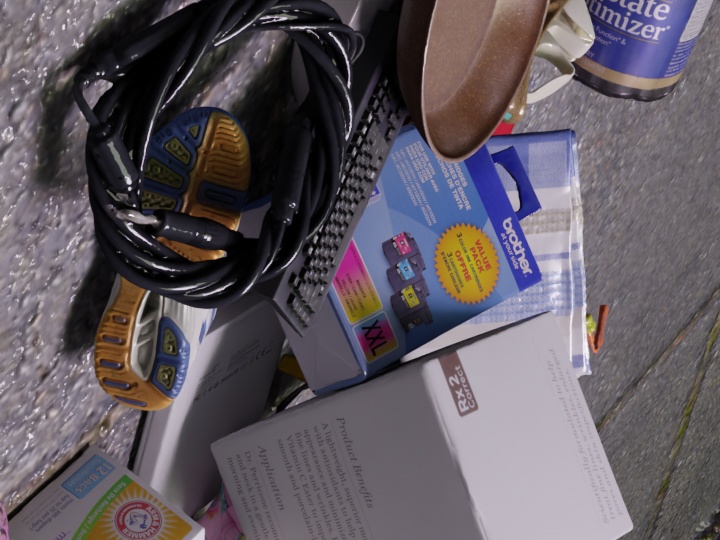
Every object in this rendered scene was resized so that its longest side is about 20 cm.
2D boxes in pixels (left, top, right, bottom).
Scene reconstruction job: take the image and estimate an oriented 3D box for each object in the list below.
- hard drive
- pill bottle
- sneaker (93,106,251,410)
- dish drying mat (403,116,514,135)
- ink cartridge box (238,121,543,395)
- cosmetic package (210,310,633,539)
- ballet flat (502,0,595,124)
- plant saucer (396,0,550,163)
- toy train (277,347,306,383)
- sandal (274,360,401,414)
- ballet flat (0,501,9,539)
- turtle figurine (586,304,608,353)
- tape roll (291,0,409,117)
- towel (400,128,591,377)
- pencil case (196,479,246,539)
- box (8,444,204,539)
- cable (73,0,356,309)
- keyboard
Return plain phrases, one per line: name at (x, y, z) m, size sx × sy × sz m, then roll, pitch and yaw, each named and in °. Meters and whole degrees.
hard drive at (-0.107, 0.096, 1.464) m, size 0.132 × 0.026 × 0.201 m, roll -33°, pitch 150°, yaw -48°
pill bottle at (0.226, -0.241, 1.597) m, size 0.112 × 0.112 × 0.201 m, roll -31°, pitch 148°, yaw -49°
sneaker at (-0.112, -0.017, 1.247) m, size 0.088 × 0.075 × 0.201 m, roll -65°, pitch 176°, yaw -63°
dish drying mat at (0.079, -0.113, 1.586) m, size 0.077 × 0.018 × 0.200 m, roll -58°, pitch 160°, yaw 1°
ink cartridge box at (0.031, -0.023, 1.384) m, size 0.200 × 0.137 × 0.076 m, roll -28°, pitch -174°, yaw -35°
cosmetic package at (0.042, 0.145, 1.396) m, size 0.199 × 0.166 × 0.165 m, roll -22°, pitch 179°, yaw 37°
ballet flat at (0.127, -0.167, 1.480) m, size 0.068 × 0.072 × 0.200 m, roll -51°, pitch -177°, yaw 43°
plant saucer at (0.071, -0.169, 1.308) m, size 0.200 × 0.037 × 0.201 m, roll -48°, pitch 149°, yaw -43°
toy train at (0.000, 0.000, 1.485) m, size 0.150 × 0.055 × 0.201 m, roll -56°, pitch 166°, yaw -43°
sandal at (-0.019, 0.104, 1.579) m, size 0.200 × 0.043 × 0.076 m, roll -26°, pitch 157°, yaw -39°
ballet flat at (-0.259, 0.238, 1.264) m, size 0.200 × 0.071 × 0.069 m, roll -56°, pitch 159°, yaw -3°
turtle figurine at (0.139, -0.035, 1.687) m, size 0.064 × 0.201 × 0.161 m, roll -19°, pitch 154°, yaw 15°
tape roll at (0.030, -0.179, 1.349) m, size 0.203 × 0.037 × 0.203 m, roll -47°, pitch 158°, yaw -25°
towel at (0.096, -0.005, 1.544) m, size 0.024 × 0.146 × 0.201 m, roll -107°, pitch -169°, yaw -72°
pencil case at (-0.091, 0.211, 1.533) m, size 0.087 × 0.087 × 0.200 m, roll -40°, pitch 171°, yaw -37°
box at (-0.178, 0.231, 1.394) m, size 0.112 × 0.101 × 0.200 m, roll -43°, pitch 156°, yaw -31°
cable at (-0.065, -0.074, 1.148) m, size 0.200 × 0.051 × 0.164 m, roll -34°, pitch 114°, yaw -35°
keyboard at (-0.014, -0.068, 1.260) m, size 0.201 × 0.021 × 0.127 m, roll -67°, pitch 151°, yaw -16°
